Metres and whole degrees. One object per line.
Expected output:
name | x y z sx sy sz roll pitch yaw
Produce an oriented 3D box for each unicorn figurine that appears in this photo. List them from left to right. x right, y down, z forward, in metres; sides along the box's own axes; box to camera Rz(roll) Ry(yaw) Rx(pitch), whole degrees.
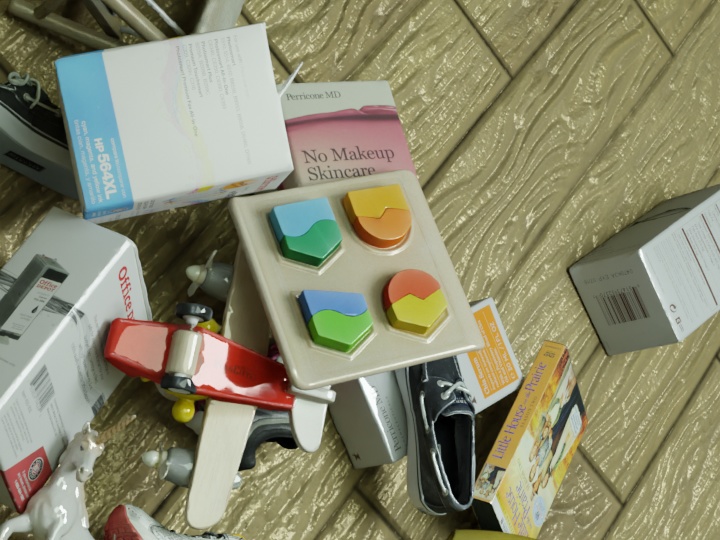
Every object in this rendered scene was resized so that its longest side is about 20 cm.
unicorn figurine | -0.244 0.219 1.211 0.073 0.201 0.138 18 47 11

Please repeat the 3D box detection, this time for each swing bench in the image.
swing bench | -0.183 -0.288 1.364 0.199 0.129 0.201 29 63 -28

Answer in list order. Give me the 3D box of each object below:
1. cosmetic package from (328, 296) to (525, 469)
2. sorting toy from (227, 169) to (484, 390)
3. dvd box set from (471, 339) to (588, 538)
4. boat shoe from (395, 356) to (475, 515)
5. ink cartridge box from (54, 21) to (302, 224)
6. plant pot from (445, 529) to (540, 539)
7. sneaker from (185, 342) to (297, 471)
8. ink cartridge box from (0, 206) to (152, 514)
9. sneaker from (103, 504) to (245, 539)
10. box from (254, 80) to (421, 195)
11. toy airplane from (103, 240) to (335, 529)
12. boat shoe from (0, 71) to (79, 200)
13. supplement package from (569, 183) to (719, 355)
cosmetic package | 0.064 0.111 1.497 0.199 0.071 0.102 -26 95 -37
sorting toy | 0.000 0.000 1.288 0.198 0.037 0.186 -9 66 -29
dvd box set | 0.178 0.195 1.543 0.201 0.029 0.147 -59 146 -30
boat shoe | 0.079 0.130 1.415 0.071 0.068 0.202 8 75 -35
ink cartridge box | -0.145 -0.122 1.241 0.198 0.129 0.127 -11 89 -11
plant pot | 0.124 0.332 1.434 0.141 0.200 0.201 33 58 4
sneaker | -0.070 0.120 1.397 0.199 0.074 0.088 -34 99 -31
ink cartridge box | -0.264 0.072 1.214 0.082 0.147 0.201 23 56 17
sneaker | -0.146 0.261 1.313 0.200 0.077 0.083 43 53 -31
box | -0.020 -0.067 1.409 0.127 0.109 0.202 -6 66 -25
toy airplane | -0.119 0.091 1.282 0.200 0.140 0.201 -37 110 -38
boat shoe | -0.297 -0.135 1.289 0.198 0.073 0.069 29 61 -30
supplement package | 0.359 -0.004 1.710 0.199 0.117 0.118 -31 98 -37
